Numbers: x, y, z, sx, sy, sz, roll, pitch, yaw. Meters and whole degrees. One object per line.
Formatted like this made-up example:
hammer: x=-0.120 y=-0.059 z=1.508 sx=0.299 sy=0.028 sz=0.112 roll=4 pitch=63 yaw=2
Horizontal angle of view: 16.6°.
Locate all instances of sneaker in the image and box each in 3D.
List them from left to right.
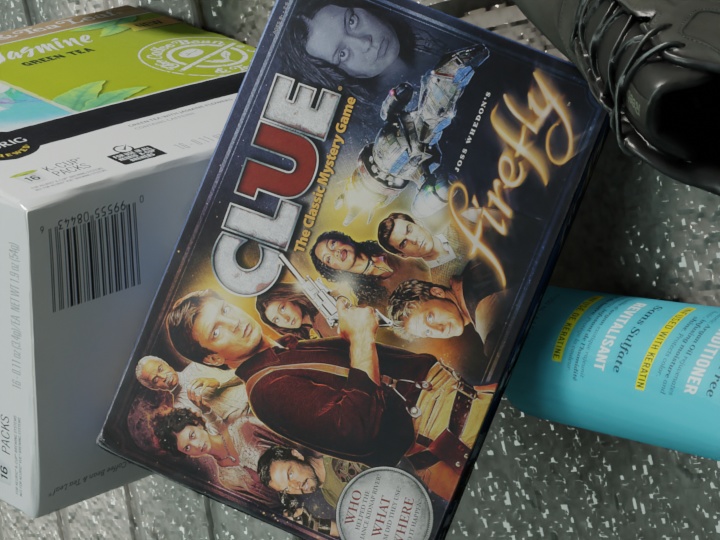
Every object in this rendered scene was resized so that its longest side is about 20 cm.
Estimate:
sneaker: x=0.111 y=-0.076 z=0.852 sx=0.200 sy=0.090 sz=0.076 roll=36 pitch=129 yaw=37

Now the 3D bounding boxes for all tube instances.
tube: x=0.134 y=0.041 z=0.889 sx=0.199 sy=0.078 sz=0.050 roll=8 pitch=150 yaw=49

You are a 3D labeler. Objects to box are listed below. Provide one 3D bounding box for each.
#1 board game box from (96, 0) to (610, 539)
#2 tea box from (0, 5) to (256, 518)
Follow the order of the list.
board game box: x=0.000 y=0.000 z=0.931 sx=0.135 sy=0.035 sz=0.201 roll=22 pitch=89 yaw=10
tea box: x=-0.116 y=-0.014 z=1.047 sx=0.196 sy=0.199 sz=0.135 roll=21 pitch=119 yaw=42
